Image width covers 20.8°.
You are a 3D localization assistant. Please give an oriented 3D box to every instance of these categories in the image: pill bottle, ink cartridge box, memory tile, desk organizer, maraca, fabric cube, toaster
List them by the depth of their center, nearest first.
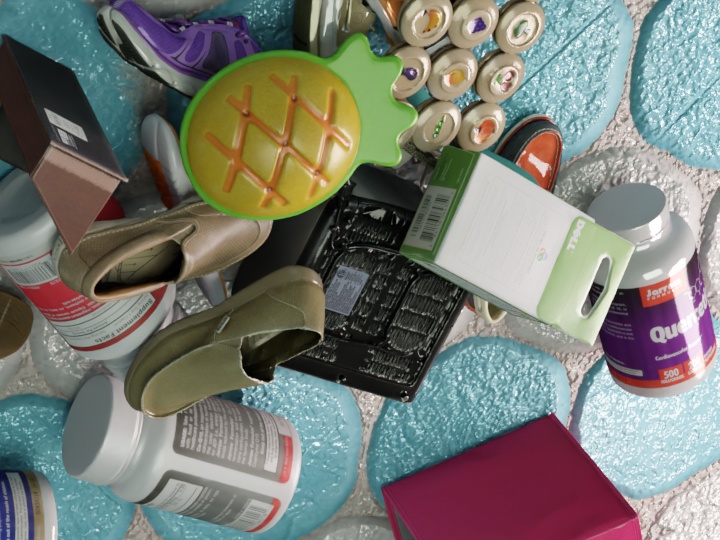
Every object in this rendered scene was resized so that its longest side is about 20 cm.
[{"bbox_3d":[-0.256,-0.102,1.562,0.071,0.200,0.077,27,107,-33],"label":"desk organizer"},{"bbox_3d":[-0.051,-0.118,1.612,0.199,0.107,0.138,-20,109,-9],"label":"maraca"},{"bbox_3d":[0.087,-0.189,1.665,0.152,0.017,0.201,1,123,-34],"label":"memory tile"},{"bbox_3d":[-0.230,0.003,1.685,0.112,0.112,0.200,-36,126,0],"label":"pill bottle"},{"bbox_3d":[0.139,-0.020,1.730,0.199,0.059,0.104,27,83,-33],"label":"ink cartridge box"},{"bbox_3d":[-0.379,0.236,1.751,0.199,0.116,0.116,3,116,-25],"label":"pill bottle"},{"bbox_3d":[0.000,0.000,1.776,0.180,0.119,0.201,17,110,-30],"label":"toaster"},{"bbox_3d":[-0.165,0.165,1.803,0.199,0.114,0.114,20,109,-30],"label":"pill bottle"},{"bbox_3d":[0.278,0.019,1.908,0.112,0.113,0.201,-25,125,-8],"label":"pill bottle"},{"bbox_3d":[0.162,0.302,1.969,0.198,0.196,0.201,-23,123,-12],"label":"fabric cube"}]

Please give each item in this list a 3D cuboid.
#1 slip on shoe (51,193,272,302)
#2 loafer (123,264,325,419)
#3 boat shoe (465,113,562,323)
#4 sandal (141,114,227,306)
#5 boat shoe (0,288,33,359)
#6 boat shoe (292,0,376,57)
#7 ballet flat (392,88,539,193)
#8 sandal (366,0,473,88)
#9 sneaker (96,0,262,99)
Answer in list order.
[{"bbox_3d":[-0.153,-0.016,1.615,0.199,0.061,0.076,-9,124,-34],"label":"slip on shoe"},{"bbox_3d":[-0.114,0.070,1.666,0.199,0.068,0.076,-35,140,12],"label":"loafer"},{"bbox_3d":[0.145,-0.048,1.846,0.071,0.063,0.201,13,111,-26],"label":"boat shoe"},{"bbox_3d":[-0.136,-0.059,1.709,0.059,0.079,0.208,-27,131,-13],"label":"sandal"},{"bbox_3d":[-0.369,0.032,1.674,0.199,0.064,0.072,10,105,-47],"label":"boat shoe"},{"bbox_3d":[-0.020,-0.217,1.673,0.068,0.075,0.201,-7,120,-14],"label":"boat shoe"},{"bbox_3d":[0.072,-0.101,1.772,0.200,0.068,0.075,37,123,-17],"label":"ballet flat"},{"bbox_3d":[0.057,-0.219,1.674,0.207,0.059,0.080,46,64,-53],"label":"sandal"},{"bbox_3d":[-0.136,-0.187,1.654,0.199,0.080,0.084,25,93,-41],"label":"sneaker"}]
